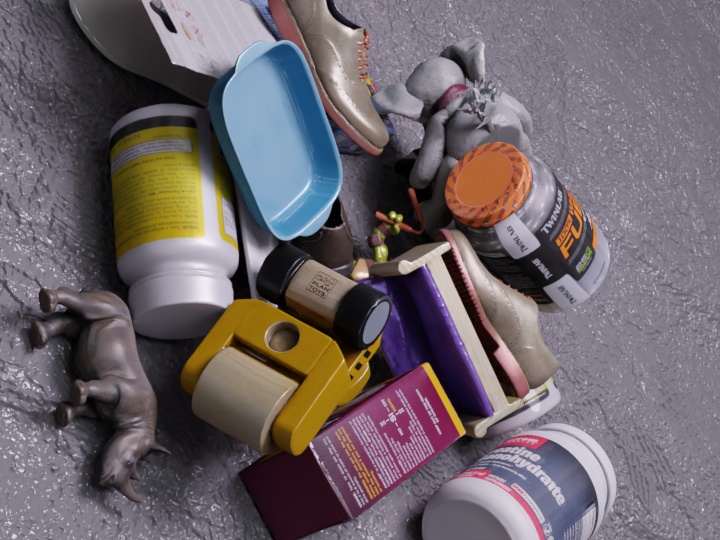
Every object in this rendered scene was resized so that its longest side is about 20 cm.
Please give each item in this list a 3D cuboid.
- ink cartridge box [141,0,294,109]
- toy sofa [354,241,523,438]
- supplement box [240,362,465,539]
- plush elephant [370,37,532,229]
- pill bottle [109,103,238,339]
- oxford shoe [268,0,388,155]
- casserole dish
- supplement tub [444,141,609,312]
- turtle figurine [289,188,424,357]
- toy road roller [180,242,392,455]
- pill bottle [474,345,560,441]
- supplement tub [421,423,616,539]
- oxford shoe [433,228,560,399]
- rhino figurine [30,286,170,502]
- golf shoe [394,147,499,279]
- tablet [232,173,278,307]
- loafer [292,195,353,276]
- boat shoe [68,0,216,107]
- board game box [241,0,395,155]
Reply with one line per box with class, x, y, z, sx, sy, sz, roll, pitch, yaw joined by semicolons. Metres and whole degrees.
ink cartridge box;-0.150;-0.218;1.287;0.200;0.050;0.161;10;44;-50
toy sofa;0.076;0.077;1.362;0.097;0.083;0.200;-28;98;-20
supplement box;-0.005;0.178;1.291;0.200;0.110;0.086;-28;89;-48
plush elephant;0.104;-0.173;1.495;0.165;0.200;0.155;-26;52;-16
pill bottle;-0.175;-0.045;1.240;0.114;0.114;0.200;13;60;-40
oxford shoe;-0.017;-0.216;1.378;0.200;0.075;0.070;58;15;-11
casserole dish;-0.083;-0.123;1.244;0.121;0.039;0.200;-46;130;-35
supplement tub;0.182;-0.048;1.447;0.200;0.122;0.123;41;43;-45
turtle figurine;0.000;0.000;1.424;0.161;0.064;0.200;10;77;-30
toy road roller;-0.058;0.089;1.218;0.123;0.146;0.200;27;63;22
pill bottle;0.134;0.081;1.481;0.111;0.111;0.200;-24;87;-48
supplement tub;0.172;0.255;1.403;0.200;0.140;0.141;-25;87;-48
oxford shoe;0.144;0.037;1.401;0.075;0.070;0.200;-29;98;-15
rhino figurine;-0.221;0.107;1.154;0.087;0.060;0.200;-11;79;-44
golf shoe;0.104;-0.054;1.562;0.092;0.073;0.200;-14;71;-31
tablet;-0.101;-0.051;1.315;0.130;0.014;0.200;20;61;-81
loafer;-0.049;-0.079;1.366;0.073;0.071;0.200;-9;46;-23
boat shoe;-0.213;-0.234;1.358;0.200;0.073;0.062;32;6;-21
board game box;-0.072;-0.218;1.454;0.200;0.062;0.200;-19;83;-57
